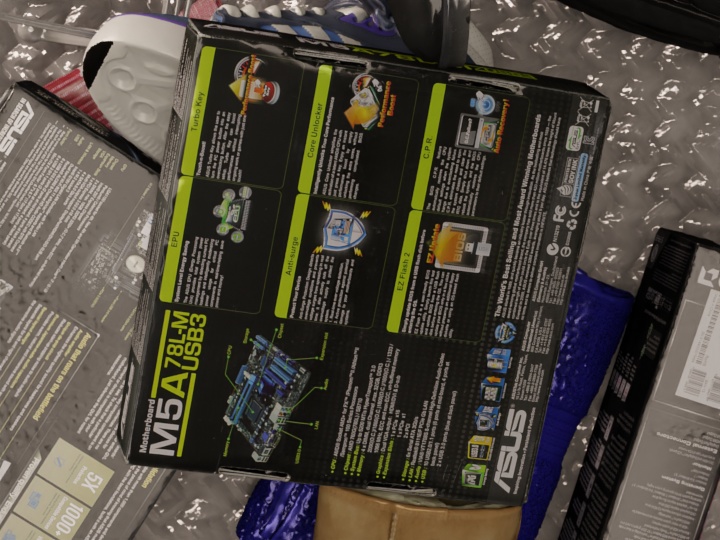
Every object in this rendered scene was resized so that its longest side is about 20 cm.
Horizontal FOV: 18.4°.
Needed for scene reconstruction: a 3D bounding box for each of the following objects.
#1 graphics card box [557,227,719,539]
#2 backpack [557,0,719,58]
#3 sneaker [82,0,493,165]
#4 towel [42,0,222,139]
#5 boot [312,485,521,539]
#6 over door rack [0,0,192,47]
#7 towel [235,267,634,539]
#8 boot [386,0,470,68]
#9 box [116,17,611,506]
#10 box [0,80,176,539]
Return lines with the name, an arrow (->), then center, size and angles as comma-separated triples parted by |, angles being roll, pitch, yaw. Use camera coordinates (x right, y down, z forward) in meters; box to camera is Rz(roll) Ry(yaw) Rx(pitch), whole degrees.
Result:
graphics card box -> 0.146, 0.082, 1.090 | 0.051, 0.125, 0.200 | 16, 93, -1
backpack -> 0.144, -0.173, 1.059 | 0.200, 0.163, 0.154 | 35, 77, -12
sneaker -> -0.026, -0.106, 1.073 | 0.200, 0.081, 0.147 | 23, 50, -13
towel -> -0.125, -0.029, 1.116 | 0.200, 0.023, 0.144 | -29, 95, -1
boot -> -0.024, 0.185, 1.090 | 0.175, 0.066, 0.200 | 3, 116, -15
over door rack -> -0.152, -0.182, 1.035 | 0.200, 0.067, 0.148 | 8, 93, -40
towel -> 0.038, 0.074, 1.121 | 0.148, 0.050, 0.200 | 22, 93, -4
boot -> -0.054, -0.164, 0.960 | 0.200, 0.066, 0.165 | -3, 88, 0
box -> 0.000, 0.000, 1.004 | 0.193, 0.048, 0.200 | 7, 103, -12
box -> -0.146, 0.035, 1.066 | 0.164, 0.086, 0.200 | 32, 93, -4
